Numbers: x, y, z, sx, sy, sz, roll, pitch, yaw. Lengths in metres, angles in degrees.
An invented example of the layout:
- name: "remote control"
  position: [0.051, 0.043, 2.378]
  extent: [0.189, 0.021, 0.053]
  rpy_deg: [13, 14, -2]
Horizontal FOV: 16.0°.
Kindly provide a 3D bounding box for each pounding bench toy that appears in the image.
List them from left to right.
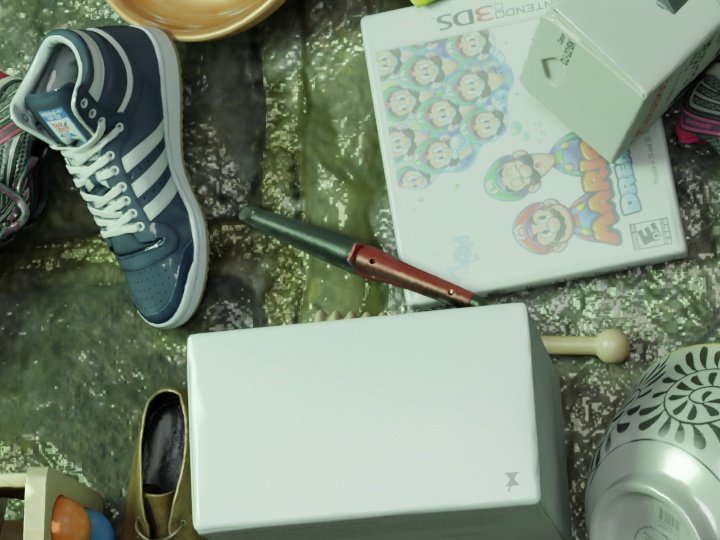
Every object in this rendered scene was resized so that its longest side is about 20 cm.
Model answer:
- name: "pounding bench toy"
  position: [-0.243, 0.183, 1.552]
  extent: [0.156, 0.200, 0.124]
  rpy_deg: [-2, 76, 10]

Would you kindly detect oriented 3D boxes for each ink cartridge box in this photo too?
- name: "ink cartridge box"
  position: [0.200, -0.176, 1.570]
  extent: [0.200, 0.144, 0.084]
  rpy_deg: [-44, 82, -12]

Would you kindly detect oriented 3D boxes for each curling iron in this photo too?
- name: "curling iron"
  position: [0.000, 0.000, 1.623]
  extent: [0.200, 0.026, 0.050]
  rpy_deg: [30, 56, 29]

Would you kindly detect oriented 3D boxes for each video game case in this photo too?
- name: "video game case"
  position: [0.104, -0.087, 1.647]
  extent: [0.182, 0.024, 0.200]
  rpy_deg: [-11, 76, 7]

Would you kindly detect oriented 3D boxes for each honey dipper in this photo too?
- name: "honey dipper"
  position: [0.070, 0.047, 1.616]
  extent: [0.200, 0.038, 0.038]
  rpy_deg: [2, 77, 8]

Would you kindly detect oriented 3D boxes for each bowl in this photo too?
- name: "bowl"
  position: [0.196, 0.151, 1.480]
  extent: [0.094, 0.201, 0.201]
  rpy_deg: [-21, 68, -41]

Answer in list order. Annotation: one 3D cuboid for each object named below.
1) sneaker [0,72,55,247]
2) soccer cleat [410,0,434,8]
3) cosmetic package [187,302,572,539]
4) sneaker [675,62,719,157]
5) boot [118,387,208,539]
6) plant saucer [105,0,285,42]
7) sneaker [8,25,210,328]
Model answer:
- name: "sneaker"
  position: [-0.250, -0.033, 1.661]
  extent: [0.075, 0.081, 0.200]
  rpy_deg: [19, 80, 10]
- name: "soccer cleat"
  position: [0.064, -0.210, 1.666]
  extent: [0.200, 0.065, 0.084]
  rpy_deg: [3, 84, 13]
- name: "cosmetic package"
  position: [0.016, 0.105, 1.525]
  extent: [0.199, 0.200, 0.123]
  rpy_deg: [-6, 76, 8]
- name: "sneaker"
  position: [0.283, -0.051, 1.586]
  extent: [0.075, 0.081, 0.200]
  rpy_deg: [-48, 68, 19]
- name: "boot"
  position: [-0.127, 0.171, 1.601]
  extent: [0.074, 0.075, 0.200]
  rpy_deg: [2, 78, 8]
- name: "plant saucer"
  position: [-0.097, -0.247, 1.686]
  extent: [0.200, 0.037, 0.200]
  rpy_deg: [-4, 82, 30]
- name: "sneaker"
  position: [-0.161, -0.061, 1.629]
  extent: [0.070, 0.108, 0.200]
  rpy_deg: [-13, 81, 37]
